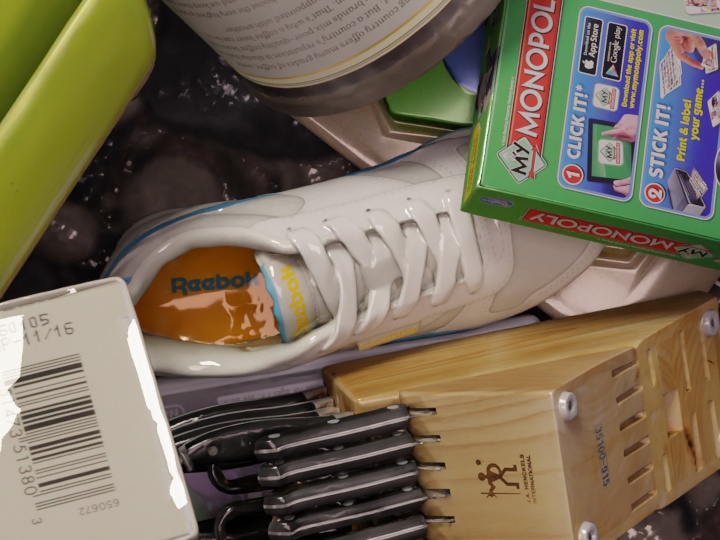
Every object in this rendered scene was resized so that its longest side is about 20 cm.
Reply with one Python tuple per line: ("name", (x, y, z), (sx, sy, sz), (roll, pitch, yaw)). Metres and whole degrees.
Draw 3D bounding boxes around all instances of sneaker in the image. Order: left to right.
("sneaker", (0.000, 0.000, 1.013), (0.198, 0.081, 0.077), (-15, 102, 7))

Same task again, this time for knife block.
("knife block", (0.023, 0.063, 1.012), (0.174, 0.200, 0.065), (-1, 103, 33))

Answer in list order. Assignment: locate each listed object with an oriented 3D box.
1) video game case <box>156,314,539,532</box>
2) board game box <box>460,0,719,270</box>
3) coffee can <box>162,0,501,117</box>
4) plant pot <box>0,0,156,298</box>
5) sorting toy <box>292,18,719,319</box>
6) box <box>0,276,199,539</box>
("video game case", (-0.014, 0.123, 1.054), (0.198, 0.023, 0.183), (-9, 90, -3))
("board game box", (0.116, -0.103, 1.012), (0.134, 0.029, 0.201), (12, 70, -7))
("coffee can", (-0.046, -0.170, 0.950), (0.147, 0.146, 0.200), (-50, 128, -3))
("plant pot", (-0.184, -0.067, 0.967), (0.181, 0.199, 0.201), (35, 87, -8))
("sorting toy", (0.085, -0.090, 1.055), (0.200, 0.036, 0.186), (38, 87, -2))
("box", (-0.105, 0.087, 0.930), (0.077, 0.200, 0.096), (-15, 71, -11))
